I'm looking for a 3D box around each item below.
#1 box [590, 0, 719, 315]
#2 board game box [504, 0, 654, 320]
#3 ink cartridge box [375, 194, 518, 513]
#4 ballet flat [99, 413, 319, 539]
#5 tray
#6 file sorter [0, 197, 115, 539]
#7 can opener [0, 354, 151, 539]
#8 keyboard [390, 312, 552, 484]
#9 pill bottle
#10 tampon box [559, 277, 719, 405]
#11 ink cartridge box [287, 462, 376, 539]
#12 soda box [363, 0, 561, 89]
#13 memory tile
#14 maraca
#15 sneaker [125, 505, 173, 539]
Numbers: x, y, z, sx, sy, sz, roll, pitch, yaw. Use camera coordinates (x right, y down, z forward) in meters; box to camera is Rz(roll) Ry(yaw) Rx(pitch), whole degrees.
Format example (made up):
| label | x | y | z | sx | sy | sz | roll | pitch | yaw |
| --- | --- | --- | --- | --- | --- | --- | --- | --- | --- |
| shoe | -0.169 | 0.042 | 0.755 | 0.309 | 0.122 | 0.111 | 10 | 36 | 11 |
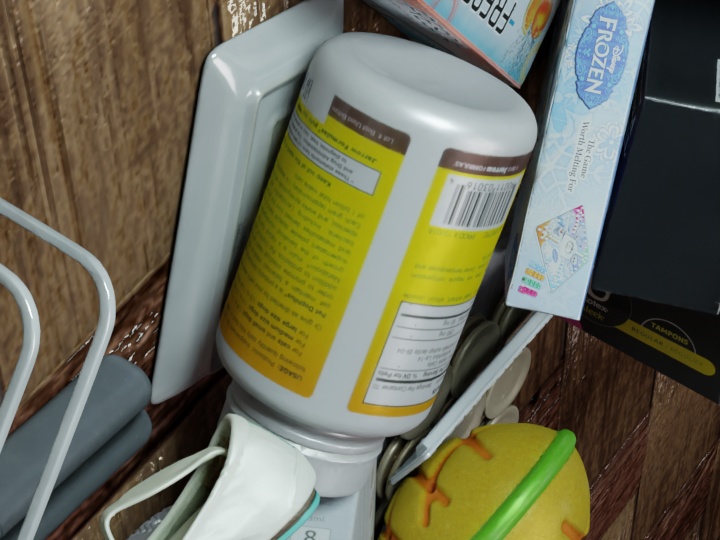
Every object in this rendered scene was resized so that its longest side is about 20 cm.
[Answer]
| label | x | y | z | sx | sy | sz | roll | pitch | yaw |
| --- | --- | --- | --- | --- | --- | --- | --- | --- | --- |
| box | 0.182 | -0.099 | 1.223 | 0.201 | 0.078 | 0.142 | -78 | 176 | -46 |
| board game box | 0.116 | -0.087 | 1.175 | 0.200 | 0.043 | 0.201 | -64 | 167 | -82 |
| ink cartridge box | 0.021 | 0.072 | 1.303 | 0.200 | 0.040 | 0.201 | -33 | 144 | -47 |
| ballet flat | -0.104 | 0.141 | 0.975 | 0.200 | 0.069 | 0.070 | -45 | 154 | -14 |
| tray | -0.049 | -0.031 | 1.060 | 0.107 | 0.022 | 0.201 | -34 | 145 | -47 |
| file sorter | -0.189 | 0.040 | 0.707 | 0.200 | 0.124 | 0.140 | -9 | 126 | -63 |
| can opener | -0.149 | 0.118 | 0.960 | 0.200 | 0.067 | 0.054 | -43 | 153 | -36 |
| keyboard | 0.086 | 0.048 | 1.278 | 0.200 | 0.011 | 0.056 | -46 | 174 | -29 |
| pill bottle | 0.000 | 0.000 | 1.028 | 0.109 | 0.109 | 0.201 | -16 | 131 | -60 |
| tampon box | 0.234 | -0.041 | 1.485 | 0.200 | 0.149 | 0.127 | -44 | 151 | -35 |
| ink cartridge box | -0.020 | 0.139 | 1.152 | 0.201 | 0.047 | 0.161 | -82 | 175 | -48 |
| soda box | 0.033 | -0.147 | 1.036 | 0.064 | 0.068 | 0.200 | -64 | 157 | 0 |
| memory tile | 0.052 | 0.106 | 1.333 | 0.153 | 0.017 | 0.201 | -38 | 148 | -42 |
| maraca | 0.056 | 0.164 | 1.262 | 0.200 | 0.107 | 0.137 | -51 | 172 | 28 |
| sneaker | -0.095 | 0.226 | 1.138 | 0.075 | 0.113 | 0.201 | -8 | 124 | -62 |
